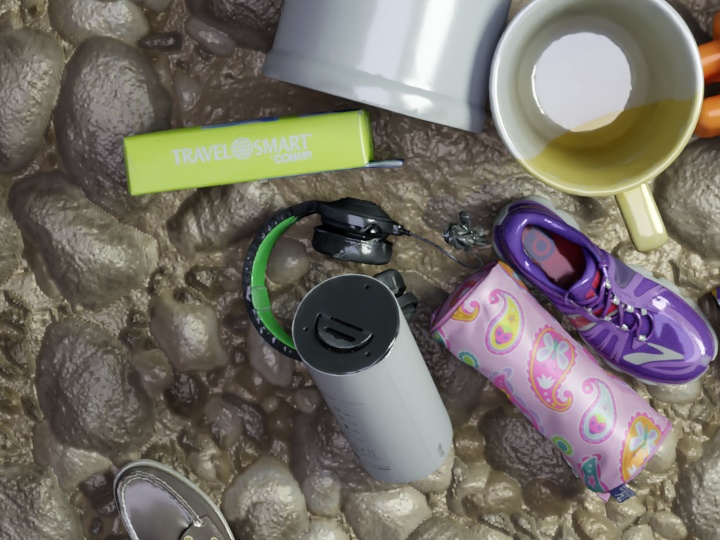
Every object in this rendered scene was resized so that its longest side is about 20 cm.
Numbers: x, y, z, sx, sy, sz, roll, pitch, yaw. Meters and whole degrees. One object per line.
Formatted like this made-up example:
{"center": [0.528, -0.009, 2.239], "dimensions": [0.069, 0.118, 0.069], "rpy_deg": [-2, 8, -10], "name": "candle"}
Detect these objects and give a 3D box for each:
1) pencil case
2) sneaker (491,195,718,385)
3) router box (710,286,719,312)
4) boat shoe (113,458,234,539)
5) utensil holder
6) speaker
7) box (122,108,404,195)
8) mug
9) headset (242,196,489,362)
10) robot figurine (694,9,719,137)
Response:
{"center": [0.143, 0.084, 1.469], "dimensions": [0.200, 0.087, 0.087], "rpy_deg": [44, 97, -4], "name": "pencil case"}
{"center": [0.181, 0.023, 1.460], "dimensions": [0.199, 0.083, 0.081], "rpy_deg": [34, 97, -2], "name": "sneaker"}
{"center": [0.382, 0.071, 1.471], "dimensions": [0.156, 0.052, 0.201], "rpy_deg": [-27, 95, 6], "name": "router box"}
{"center": [-0.127, 0.236, 1.510], "dimensions": [0.072, 0.060, 0.201], "rpy_deg": [-34, 94, 6], "name": "boat shoe"}
{"center": [0.034, -0.216, 1.398], "dimensions": [0.169, 0.170, 0.202], "rpy_deg": [16, 95, 1], "name": "utensil holder"}
{"center": [0.011, 0.083, 1.413], "dimensions": [0.080, 0.200, 0.082], "rpy_deg": [-7, 60, 12], "name": "speaker"}
{"center": [-0.069, -0.090, 1.439], "dimensions": [0.198, 0.122, 0.048], "rpy_deg": [-6, 95, 3], "name": "box"}
{"center": [0.163, -0.118, 1.410], "dimensions": [0.148, 0.153, 0.188], "rpy_deg": [10, 97, 1], "name": "mug"}
{"center": [0.000, 0.000, 1.455], "dimensions": [0.198, 0.094, 0.125], "rpy_deg": [-15, 86, 18], "name": "headset"}
{"center": [0.335, -0.153, 1.417], "dimensions": [0.198, 0.145, 0.117], "rpy_deg": [-17, 136, 5], "name": "robot figurine"}
